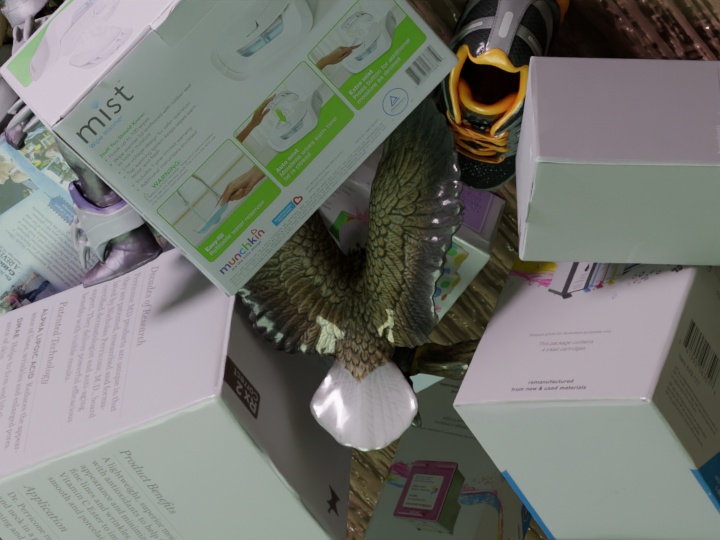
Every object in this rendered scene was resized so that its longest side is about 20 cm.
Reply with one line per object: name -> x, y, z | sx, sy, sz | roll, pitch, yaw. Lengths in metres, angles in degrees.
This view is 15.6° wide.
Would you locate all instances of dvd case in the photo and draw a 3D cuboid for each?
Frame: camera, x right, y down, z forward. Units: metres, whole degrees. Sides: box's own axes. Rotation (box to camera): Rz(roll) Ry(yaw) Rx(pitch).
dvd case -> -0.194, -0.034, 1.741 | 0.143, 0.018, 0.200 | 43, 121, -17

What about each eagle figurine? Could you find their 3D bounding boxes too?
eagle figurine -> -0.003, -0.004, 1.659 | 0.151, 0.152, 0.200 | 33, 152, 44

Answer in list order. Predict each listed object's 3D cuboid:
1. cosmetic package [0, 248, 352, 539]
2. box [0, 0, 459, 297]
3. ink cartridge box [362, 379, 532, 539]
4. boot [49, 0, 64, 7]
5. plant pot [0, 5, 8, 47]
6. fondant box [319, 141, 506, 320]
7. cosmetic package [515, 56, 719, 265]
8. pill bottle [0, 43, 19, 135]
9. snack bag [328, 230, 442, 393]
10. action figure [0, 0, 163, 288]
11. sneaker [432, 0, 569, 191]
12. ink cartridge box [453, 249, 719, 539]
cosmetic package -> -0.127, 0.106, 1.722 | 0.200, 0.165, 0.165 | -20, 129, 21
box -> -0.075, -0.119, 1.535 | 0.176, 0.200, 0.097 | 43, 180, -38
ink cartridge box -> 0.062, 0.200, 1.924 | 0.084, 0.200, 0.145 | 11, 143, 17
boot -> -0.137, -0.144, 1.711 | 0.200, 0.074, 0.075 | 33, 153, -17
plant pot -> -0.280, -0.221, 1.661 | 0.200, 0.027, 0.200 | 40, 152, 27
fondant box -> -0.010, -0.007, 1.800 | 0.144, 0.058, 0.200 | 29, 138, -8
cosmetic package -> 0.193, -0.063, 1.558 | 0.199, 0.090, 0.107 | 5, 145, -2
pill bottle -> -0.202, -0.053, 1.821 | 0.200, 0.114, 0.114 | 41, 141, -24
snack bag -> -0.067, 0.040, 1.793 | 0.188, 0.021, 0.200 | -29, 116, 29
action figure -> -0.178, -0.096, 1.613 | 0.069, 0.130, 0.200 | -18, 112, 20
sneaker -> 0.077, -0.108, 1.623 | 0.078, 0.077, 0.200 | 16, 146, 8
ink cartridge box -> 0.179, 0.049, 1.662 | 0.144, 0.200, 0.147 | -4, 137, 36
